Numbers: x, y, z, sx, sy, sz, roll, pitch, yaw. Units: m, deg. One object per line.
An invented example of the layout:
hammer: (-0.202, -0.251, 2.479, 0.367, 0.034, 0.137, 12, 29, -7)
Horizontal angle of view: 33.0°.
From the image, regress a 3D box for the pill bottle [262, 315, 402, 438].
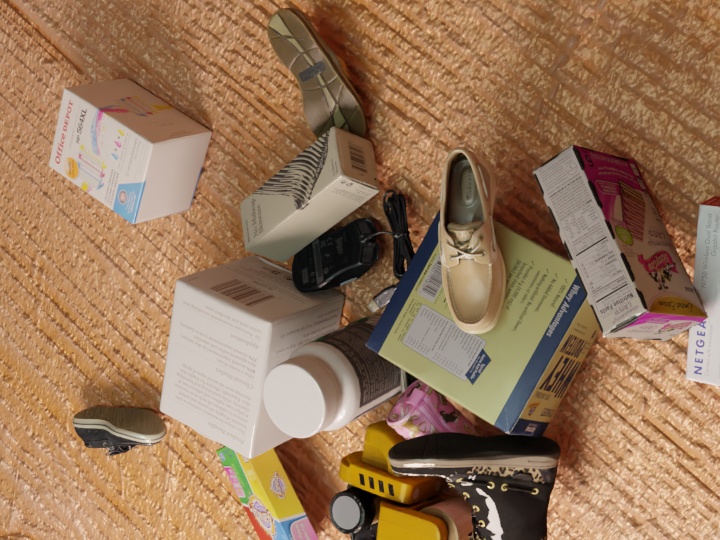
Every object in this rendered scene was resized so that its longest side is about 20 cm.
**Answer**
pill bottle: (-0.026, 0.134, 1.535, 0.113, 0.200, 0.114, 10, 108, 32)

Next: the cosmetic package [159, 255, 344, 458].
cosmetic package: (-0.147, 0.111, 1.634, 0.167, 0.166, 0.201, 23, 114, 28)

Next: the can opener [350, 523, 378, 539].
can opener: (0.044, 0.430, 1.666, 0.063, 0.079, 0.201, -24, 92, -2)

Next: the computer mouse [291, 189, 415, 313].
computer mouse: (0.000, 0.000, 1.559, 0.200, 0.046, 0.141, -31, 58, 30)

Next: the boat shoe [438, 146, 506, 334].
boat shoe: (0.114, -0.033, 1.312, 0.072, 0.065, 0.201, -4, 79, 22)

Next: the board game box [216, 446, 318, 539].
board game box: (-0.127, 0.327, 1.713, 0.201, 0.040, 0.153, 63, 157, 4)

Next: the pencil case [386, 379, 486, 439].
pencil case: (0.122, 0.218, 1.492, 0.200, 0.083, 0.086, 44, 127, -9)

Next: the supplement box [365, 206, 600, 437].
supplement box: (0.154, 0.056, 1.391, 0.199, 0.134, 0.201, 31, 94, 24)

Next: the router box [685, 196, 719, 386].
router box: (0.443, 0.034, 1.279, 0.179, 0.049, 0.201, 10, 108, 32)

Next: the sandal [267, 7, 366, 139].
sandal: (-0.047, -0.244, 1.531, 0.080, 0.054, 0.200, -19, 110, 32)

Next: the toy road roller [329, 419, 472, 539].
toy road roller: (0.064, 0.276, 1.565, 0.199, 0.123, 0.147, 14, 99, 32)

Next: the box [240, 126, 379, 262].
box: (-0.068, -0.095, 1.564, 0.200, 0.068, 0.082, -36, 51, 36)

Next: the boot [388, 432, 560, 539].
boot: (0.134, 0.270, 1.427, 0.199, 0.073, 0.151, -2, 108, 0)

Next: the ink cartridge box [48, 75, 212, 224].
ink cartridge box: (-0.334, -0.176, 1.708, 0.200, 0.125, 0.129, 32, 119, 23)

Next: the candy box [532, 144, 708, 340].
candy box: (0.276, -0.028, 1.290, 0.061, 0.136, 0.201, -34, 65, 34)

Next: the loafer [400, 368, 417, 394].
loafer: (0.085, 0.082, 1.525, 0.070, 0.070, 0.201, 11, 109, 32)

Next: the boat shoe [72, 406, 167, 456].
boat shoe: (-0.369, 0.253, 1.886, 0.199, 0.075, 0.063, 0, 108, 40)
